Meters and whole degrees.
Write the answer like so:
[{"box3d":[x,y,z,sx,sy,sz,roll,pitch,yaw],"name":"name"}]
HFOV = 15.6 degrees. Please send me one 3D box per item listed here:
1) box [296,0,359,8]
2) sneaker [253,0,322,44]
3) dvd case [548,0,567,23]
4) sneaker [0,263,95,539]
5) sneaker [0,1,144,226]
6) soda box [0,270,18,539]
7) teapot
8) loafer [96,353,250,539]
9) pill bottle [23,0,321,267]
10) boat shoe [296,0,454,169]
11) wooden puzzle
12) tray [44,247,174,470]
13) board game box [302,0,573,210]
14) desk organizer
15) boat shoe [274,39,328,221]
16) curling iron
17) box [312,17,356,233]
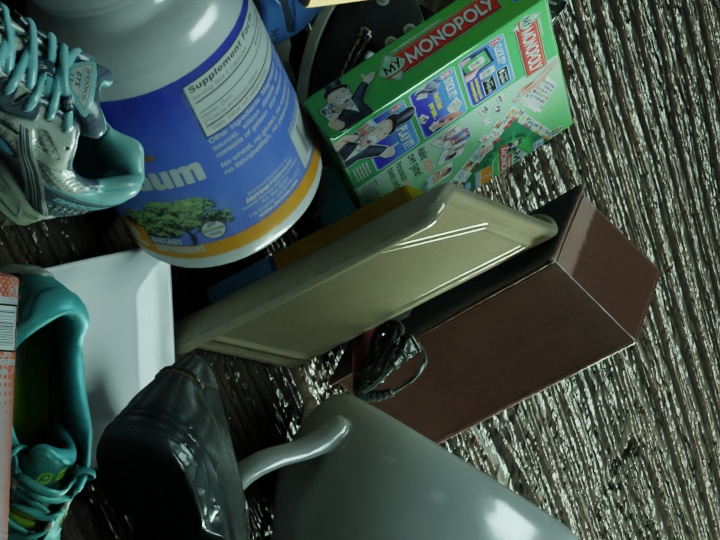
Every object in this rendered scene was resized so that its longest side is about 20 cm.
[{"box3d":[0.011,-0.190,1.301,0.200,0.119,0.042,-11,144,-37],"name":"box"},{"box3d":[-0.090,-0.200,1.338,0.078,0.066,0.200,-45,110,-16],"name":"sneaker"},{"box3d":[0.064,-0.143,1.562,0.200,0.022,0.146,121,-27,-43],"name":"dvd case"},{"box3d":[-0.160,0.097,1.181,0.077,0.080,0.200,2,93,-38],"name":"sneaker"},{"box3d":[-0.159,-0.093,1.195,0.200,0.086,0.078,55,41,-54],"name":"sneaker"},{"box3d":[-0.196,0.097,1.135,0.064,0.068,0.200,9,82,-61],"name":"soda box"},{"box3d":[0.019,0.173,1.537,0.146,0.200,0.197,-58,171,-5],"name":"teapot"},{"box3d":[-0.083,0.131,1.370,0.200,0.073,0.072,86,26,-45],"name":"loafer"},{"box3d":[-0.100,-0.104,1.301,0.200,0.112,0.112,64,35,-45],"name":"pill bottle"},{"box3d":[0.024,-0.139,1.475,0.200,0.060,0.074,-63,146,-32],"name":"boat shoe"},{"box3d":[0.000,0.000,1.471,0.037,0.185,0.200,67,19,11],"name":"wooden puzzle"},{"box3d":[-0.147,0.048,1.310,0.200,0.022,0.108,-15,105,-66],"name":"tray"},{"box3d":[0.047,-0.085,1.421,0.029,0.134,0.200,55,-3,18],"name":"board game box"},{"box3d":[0.082,0.034,1.604,0.077,0.200,0.072,44,43,-18],"name":"desk organizer"},{"box3d":[-0.068,-0.096,1.468,0.062,0.073,0.200,-30,138,-13],"name":"boat shoe"},{"box3d":[0.015,0.012,1.614,0.026,0.050,0.200,53,20,-30],"name":"curling iron"},{"box3d":[-0.003,-0.105,1.569,0.082,0.049,0.200,-161,-109,-86],"name":"box"}]
